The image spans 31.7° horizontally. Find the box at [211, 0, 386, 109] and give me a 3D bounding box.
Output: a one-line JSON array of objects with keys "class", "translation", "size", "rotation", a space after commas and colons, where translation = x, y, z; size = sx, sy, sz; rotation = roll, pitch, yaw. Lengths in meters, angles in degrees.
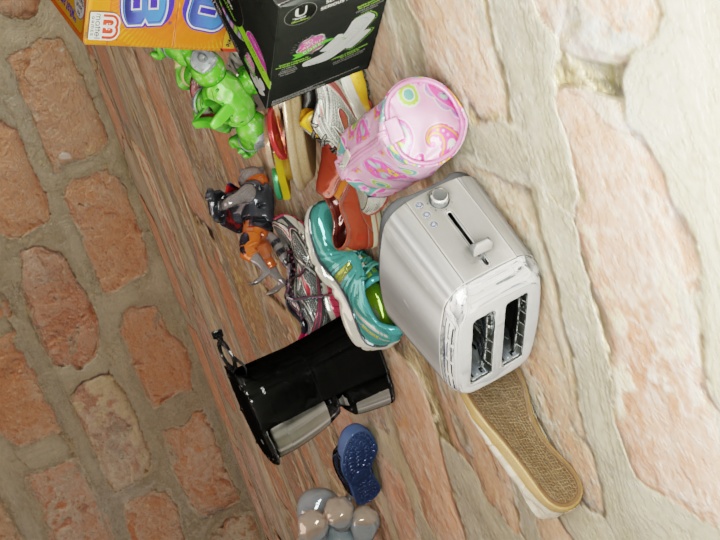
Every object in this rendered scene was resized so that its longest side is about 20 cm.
[{"class": "box", "translation": [-0.063, -0.280, 1.217], "size": [0.150, 0.123, 0.200], "rotation": [62, 164, 14]}]

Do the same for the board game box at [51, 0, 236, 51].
[{"class": "board game box", "translation": [-0.224, -0.372, 1.379], "size": [0.200, 0.198, 0.202], "rotation": [48, 133, 49]}]

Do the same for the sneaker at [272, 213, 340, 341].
[{"class": "sneaker", "translation": [-0.082, 0.014, 1.820], "size": [0.202, 0.074, 0.081], "rotation": [68, 165, -3]}]

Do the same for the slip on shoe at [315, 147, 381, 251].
[{"class": "slip on shoe", "translation": [-0.023, -0.108, 1.458], "size": [0.074, 0.061, 0.202], "rotation": [-133, 26, -56]}]

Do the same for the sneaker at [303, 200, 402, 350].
[{"class": "sneaker", "translation": [0.000, 0.000, 1.561], "size": [0.079, 0.077, 0.202], "rotation": [-29, 89, 56]}]

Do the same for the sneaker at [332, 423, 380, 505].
[{"class": "sneaker", "translation": [-0.016, 0.295, 2.017], "size": [0.078, 0.070, 0.201], "rotation": [49, 158, 36]}]

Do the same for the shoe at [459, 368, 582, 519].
[{"class": "shoe", "translation": [0.144, 0.155, 1.247], "size": [0.201, 0.069, 0.053], "rotation": [60, 156, 16]}]

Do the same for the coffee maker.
[{"class": "coffee maker", "translation": [-0.070, 0.138, 1.717], "size": [0.135, 0.198, 0.194], "rotation": [45, 157, 49]}]

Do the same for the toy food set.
[{"class": "toy food set", "translation": [-0.084, -0.188, 1.441], "size": [0.201, 0.048, 0.200], "rotation": [82, -175, -52]}]

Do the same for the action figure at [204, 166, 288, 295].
[{"class": "action figure", "translation": [-0.144, -0.066, 1.920], "size": [0.200, 0.103, 0.196], "rotation": [14, -119, -67]}]

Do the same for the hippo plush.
[{"class": "hippo plush", "translation": [-0.031, 0.443, 2.236], "size": [0.199, 0.160, 0.161], "rotation": [28, -161, -20]}]

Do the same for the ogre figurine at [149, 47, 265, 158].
[{"class": "ogre figurine", "translation": [-0.167, -0.205, 1.497], "size": [0.120, 0.097, 0.202], "rotation": [27, 139, 56]}]

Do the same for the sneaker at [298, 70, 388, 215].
[{"class": "sneaker", "translation": [-0.025, -0.152, 1.357], "size": [0.202, 0.081, 0.078], "rotation": [68, 164, -11]}]

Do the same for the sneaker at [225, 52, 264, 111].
[{"class": "sneaker", "translation": [-0.124, -0.265, 1.542], "size": [0.077, 0.080, 0.201], "rotation": [59, 162, 30]}]

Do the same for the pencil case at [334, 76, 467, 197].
[{"class": "pencil case", "translation": [0.033, -0.121, 1.199], "size": [0.088, 0.087, 0.200], "rotation": [67, 164, -1]}]

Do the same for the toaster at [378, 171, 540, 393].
[{"class": "toaster", "translation": [0.090, 0.020, 1.158], "size": [0.130, 0.113, 0.201], "rotation": [53, 159, 34]}]
